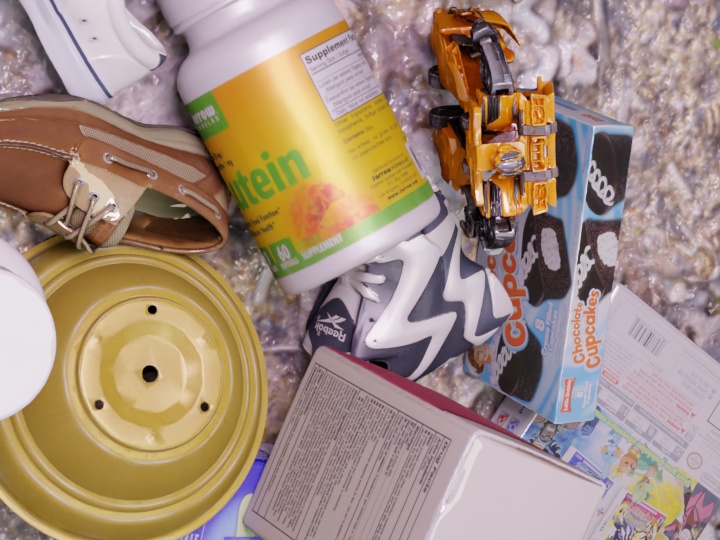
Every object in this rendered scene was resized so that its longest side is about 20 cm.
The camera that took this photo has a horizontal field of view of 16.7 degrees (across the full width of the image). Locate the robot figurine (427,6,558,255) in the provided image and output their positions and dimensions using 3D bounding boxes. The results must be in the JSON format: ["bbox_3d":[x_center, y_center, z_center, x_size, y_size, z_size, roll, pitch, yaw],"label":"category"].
[{"bbox_3d":[0.082,-0.096,1.532,0.058,0.200,0.146,-6,110,-8],"label":"robot figurine"}]

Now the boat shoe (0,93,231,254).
[{"bbox_3d":[-0.157,-0.051,1.458,0.199,0.074,0.076,6,141,-37],"label":"boat shoe"}]

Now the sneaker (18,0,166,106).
[{"bbox_3d":[-0.175,-0.187,1.423,0.070,0.073,0.201,-28,130,-3],"label":"sneaker"}]

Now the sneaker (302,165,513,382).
[{"bbox_3d":[0.000,0.000,1.587,0.130,0.079,0.200,-44,125,-13],"label":"sneaker"}]

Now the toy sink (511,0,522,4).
[{"bbox_3d":[0.080,-0.251,1.487,0.200,0.112,0.130,-40,144,1],"label":"toy sink"}]

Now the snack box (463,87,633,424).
[{"bbox_3d":[0.123,-0.012,1.635,0.037,0.116,0.202,-2,107,-30],"label":"snack box"}]

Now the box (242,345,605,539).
[{"bbox_3d":[0.035,0.142,1.495,0.108,0.200,0.129,23,91,-32],"label":"box"}]

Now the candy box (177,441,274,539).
[{"bbox_3d":[-0.059,0.202,1.619,0.199,0.077,0.170,11,98,-32],"label":"candy box"}]

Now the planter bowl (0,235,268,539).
[{"bbox_3d":[-0.136,0.066,1.476,0.199,0.083,0.202,4,79,-21],"label":"planter bowl"}]

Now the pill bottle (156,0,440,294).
[{"bbox_3d":[-0.043,-0.097,1.483,0.111,0.111,0.201,-29,94,-20],"label":"pill bottle"}]

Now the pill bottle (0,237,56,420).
[{"bbox_3d":[-0.239,0.025,1.369,0.112,0.200,0.114,-4,99,-25],"label":"pill bottle"}]

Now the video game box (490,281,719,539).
[{"bbox_3d":[0.186,0.127,1.760,0.200,0.047,0.183,37,84,-34],"label":"video game box"}]

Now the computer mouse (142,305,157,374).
[{"bbox_3d":[-0.189,0.049,1.517,0.199,0.034,0.059,-11,112,-27],"label":"computer mouse"}]
